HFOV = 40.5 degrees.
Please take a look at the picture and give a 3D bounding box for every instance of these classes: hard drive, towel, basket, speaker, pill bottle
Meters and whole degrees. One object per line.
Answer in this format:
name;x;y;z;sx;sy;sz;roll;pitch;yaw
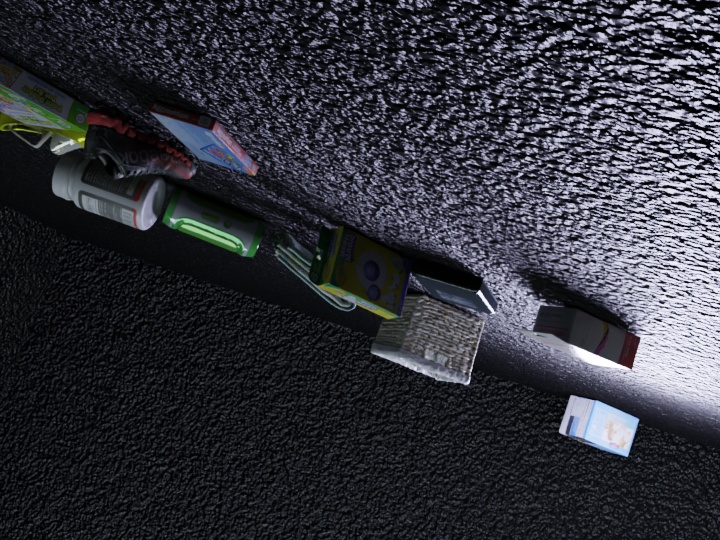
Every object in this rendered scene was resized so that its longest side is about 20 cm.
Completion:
hard drive;0.183;0.033;1.882;0.139;0.033;0.200;17;171;20
towel;-0.096;0.000;2.009;0.200;0.048;0.171;41;-176;-12
basket;0.159;0.160;2.312;0.197;0.162;0.200;23;171;-17
speaker;-0.302;-0.097;2.012;0.199;0.089;0.088;22;171;-12
pill bottle;-0.502;-0.164;1.952;0.199;0.115;0.114;20;172;7

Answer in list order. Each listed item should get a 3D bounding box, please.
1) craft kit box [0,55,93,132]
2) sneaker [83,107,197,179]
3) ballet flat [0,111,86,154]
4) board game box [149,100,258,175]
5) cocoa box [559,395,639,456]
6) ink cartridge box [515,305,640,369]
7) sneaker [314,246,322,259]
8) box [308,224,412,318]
craft kit box;-0.557;-0.286;1.551;0.199;0.049;0.197;13;172;42
sneaker;-0.357;-0.180;1.567;0.200;0.099;0.071;25;169;-36
ballet flat;-0.542;-0.241;1.713;0.199;0.067;0.067;19;171;6
board game box;-0.228;-0.193;1.447;0.102;0.020;0.200;19;172;15
cocoa box;0.768;0.500;3.142;0.199;0.134;0.131;24;170;-26
ink cartridge box;0.398;0.117;1.793;0.199;0.068;0.116;22;171;-26
sneaker;0.000;0.001;1.957;0.200;0.075;0.084;28;173;-41
box;0.000;0.000;1.806;0.199;0.118;0.048;24;159;-29
